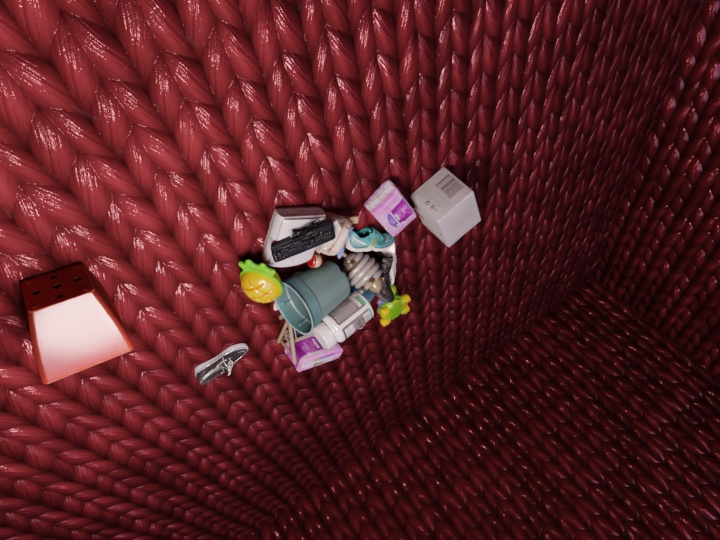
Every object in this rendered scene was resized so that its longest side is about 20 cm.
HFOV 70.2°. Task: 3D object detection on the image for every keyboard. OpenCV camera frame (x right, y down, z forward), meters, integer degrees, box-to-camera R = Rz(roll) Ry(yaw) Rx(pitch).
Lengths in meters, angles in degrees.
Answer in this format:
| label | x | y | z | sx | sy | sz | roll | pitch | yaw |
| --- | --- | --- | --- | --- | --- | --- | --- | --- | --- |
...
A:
| label | x | y | z | sx | sy | sz | roll | pitch | yaw |
| --- | --- | --- | --- | --- | --- | --- | --- | --- | --- |
| keyboard | -0.165 | -0.083 | 1.494 | 0.200 | 0.040 | 0.104 | -24 | 140 | -11 |

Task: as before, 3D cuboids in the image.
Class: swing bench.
| label | x | y | z | sx | sy | sz | roll | pitch | yaw |
| --- | --- | --- | --- | --- | --- | --- | --- | --- | --- |
| swing bench | -0.184 | 0.197 | 1.851 | 0.199 | 0.130 | 0.200 | -20 | 138 | -33 |

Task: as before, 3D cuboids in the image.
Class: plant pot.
| label | x | y | z | sx | sy | sz | roll | pitch | yaw |
| --- | --- | --- | --- | --- | --- | --- | --- | --- | --- |
| plant pot | -0.676 | 0.103 | 1.194 | 0.200 | 0.200 | 0.177 | -22 | 132 | -28 |
| plant pot | -0.151 | 0.076 | 1.683 | 0.196 | 0.200 | 0.201 | -34 | 149 | -32 |

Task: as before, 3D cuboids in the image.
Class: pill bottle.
| label | x | y | z | sx | sy | sz | roll | pitch | yaw |
| --- | --- | --- | --- | --- | --- | --- | --- | --- | --- |
| pill bottle | -0.061 | 0.171 | 1.748 | 0.200 | 0.113 | 0.113 | -36 | 148 | -21 |

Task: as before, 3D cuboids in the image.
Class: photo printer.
| label | x | y | z | sx | sy | sz | roll | pitch | yaw |
| --- | --- | --- | --- | --- | --- | --- | --- | --- | --- |
| photo printer | -0.205 | -0.096 | 1.550 | 0.166 | 0.069 | 0.200 | -9 | 136 | -38 |

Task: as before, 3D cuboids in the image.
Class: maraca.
| label | x | y | z | sx | sy | sz | roll | pitch | yaw |
| --- | --- | --- | --- | --- | --- | --- | --- | --- | --- |
| maraca | -0.303 | 0.029 | 1.547 | 0.200 | 0.137 | 0.107 | 91 | 11 | -58 |

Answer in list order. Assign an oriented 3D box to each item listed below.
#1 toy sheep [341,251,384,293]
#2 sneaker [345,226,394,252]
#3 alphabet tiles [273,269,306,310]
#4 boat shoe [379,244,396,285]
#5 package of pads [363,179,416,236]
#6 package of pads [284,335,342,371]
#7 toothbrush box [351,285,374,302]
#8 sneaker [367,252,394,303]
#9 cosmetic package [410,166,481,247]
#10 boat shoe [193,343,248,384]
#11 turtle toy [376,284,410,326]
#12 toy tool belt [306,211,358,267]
| label | x | y | z | sx | sy | sz | roll | pitch | yaw |
| --- | --- | --- | --- | --- | --- | --- | --- | --- | --- |
| toy sheep | 0.000 | 0.000 | 1.782 | 0.138 | 0.200 | 0.138 | -43 | -175 | 4 |
| sneaker | 0.041 | -0.112 | 1.787 | 0.200 | 0.078 | 0.080 | -9 | 125 | -34 |
| alphabet tiles | -0.211 | 0.075 | 1.802 | 0.195 | 0.015 | 0.200 | -15 | 140 | -35 |
| boat shoe | 0.105 | -0.042 | 1.918 | 0.069 | 0.072 | 0.201 | -58 | 141 | -67 |
| package of pads | 0.103 | -0.209 | 1.736 | 0.120 | 0.076 | 0.200 | -43 | 148 | 5 |
| package of pads | -0.181 | 0.306 | 1.994 | 0.200 | 0.121 | 0.076 | -13 | 138 | -38 |
| toothbrush box | -0.029 | 0.092 | 1.948 | 0.146 | 0.085 | 0.200 | 6 | 126 | -51 |
| sneaker | 0.085 | 0.021 | 1.860 | 0.114 | 0.200 | 0.076 | -26 | -178 | 37 |
| cosmetic package | 0.311 | -0.226 | 1.853 | 0.165 | 0.165 | 0.200 | -40 | 147 | -1 |
| boat shoe | -0.472 | 0.325 | 1.772 | 0.199 | 0.068 | 0.074 | -26 | 145 | -24 |
| turtle toy | 0.127 | 0.132 | 2.145 | 0.146 | 0.101 | 0.200 | -29 | 145 | -19 |
| toy tool belt | -0.084 | -0.092 | 1.636 | 0.123 | 0.125 | 0.200 | 0 | 127 | -39 |
